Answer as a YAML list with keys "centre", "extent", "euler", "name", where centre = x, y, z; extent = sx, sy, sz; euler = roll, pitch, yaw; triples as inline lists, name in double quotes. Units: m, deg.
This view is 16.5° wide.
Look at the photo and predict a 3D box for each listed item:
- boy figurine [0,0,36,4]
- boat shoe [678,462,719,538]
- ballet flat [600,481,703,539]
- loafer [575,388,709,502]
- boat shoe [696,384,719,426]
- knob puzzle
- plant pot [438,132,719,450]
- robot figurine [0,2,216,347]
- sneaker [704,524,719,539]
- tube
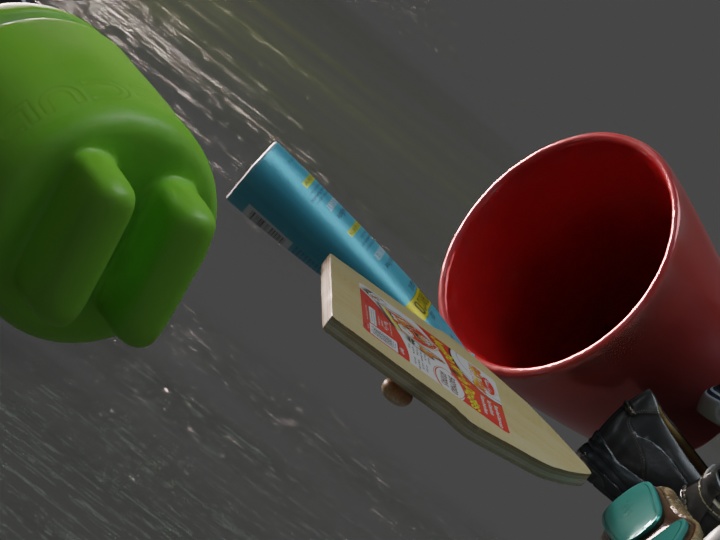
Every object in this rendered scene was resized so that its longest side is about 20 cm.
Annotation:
- centre: [-0.204, -0.116, 1.372]
  extent: [0.124, 0.065, 0.200]
  euler: [39, 6, -6]
  name: "boy figurine"
- centre: [0.292, 0.151, 1.612]
  extent: [0.199, 0.068, 0.072]
  euler: [-1, 44, -29]
  name: "boat shoe"
- centre: [0.175, 0.172, 1.402]
  extent: [0.065, 0.070, 0.200]
  euler: [51, 12, -5]
  name: "ballet flat"
- centre: [0.240, 0.162, 1.657]
  extent: [0.200, 0.072, 0.073]
  euler: [38, 8, -4]
  name: "loafer"
- centre: [0.303, 0.070, 1.729]
  extent: [0.071, 0.091, 0.200]
  euler: [28, 14, 30]
  name: "boat shoe"
- centre: [0.053, 0.076, 1.503]
  extent: [0.219, 0.031, 0.220]
  euler: [36, 9, -6]
  name: "knob puzzle"
- centre: [0.182, 0.032, 1.761]
  extent: [0.177, 0.200, 0.200]
  euler: [43, 4, -40]
  name: "plant pot"
- centre: [-0.138, -0.046, 1.110]
  extent: [0.175, 0.116, 0.200]
  euler: [15, 21, -37]
  name: "robot figurine"
- centre: [0.288, 0.221, 1.549]
  extent: [0.200, 0.076, 0.105]
  euler: [30, 12, -42]
  name: "sneaker"
- centre: [0.000, 0.000, 1.649]
  extent: [0.200, 0.050, 0.077]
  euler: [42, 16, -4]
  name: "tube"
